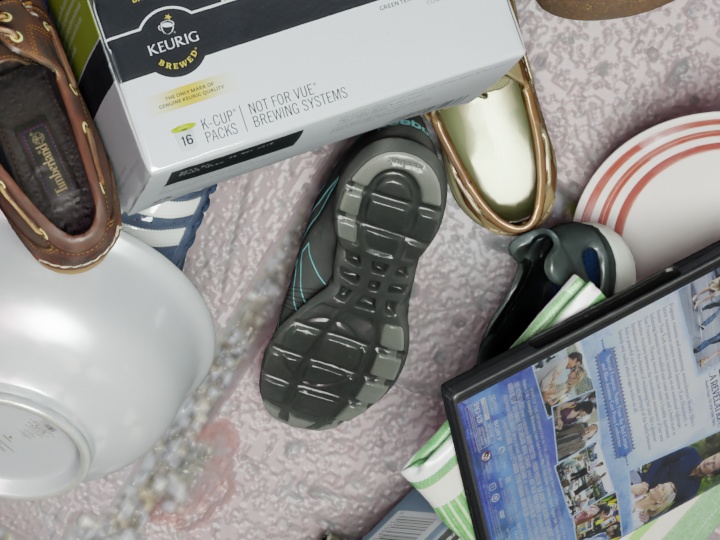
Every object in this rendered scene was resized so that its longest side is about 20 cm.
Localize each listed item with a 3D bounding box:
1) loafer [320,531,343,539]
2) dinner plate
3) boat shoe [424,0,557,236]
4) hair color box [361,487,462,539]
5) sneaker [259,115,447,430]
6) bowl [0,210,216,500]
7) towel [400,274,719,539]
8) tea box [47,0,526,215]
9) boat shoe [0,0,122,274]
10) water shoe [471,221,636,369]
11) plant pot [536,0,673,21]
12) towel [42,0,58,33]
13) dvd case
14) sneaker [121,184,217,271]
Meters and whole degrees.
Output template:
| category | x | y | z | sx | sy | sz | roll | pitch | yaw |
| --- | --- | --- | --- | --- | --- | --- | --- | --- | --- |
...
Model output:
| category | x | y | z | sx | sy | sz | roll | pitch | yaw |
| --- | --- | --- | --- | --- | --- | --- | --- | --- | --- |
| loafer | -0.068 | 0.219 | 1.627 | 0.200 | 0.075 | 0.070 | -37 | 97 | -4 |
| dinner plate | 0.212 | 0.000 | 1.580 | 0.199 | 0.024 | 0.201 | 10 | 123 | 15 |
| boat shoe | 0.060 | -0.111 | 1.551 | 0.075 | 0.074 | 0.201 | -24 | 103 | 2 |
| hair color box | 0.060 | 0.230 | 1.600 | 0.099 | 0.060 | 0.201 | -41 | 117 | -35 |
| sneaker | 0.000 | 0.000 | 1.579 | 0.075 | 0.079 | 0.201 | 18 | 122 | -12 |
| bowl | -0.181 | 0.058 | 1.515 | 0.199 | 0.091 | 0.202 | 6 | 144 | 4 |
| towel | 0.124 | 0.108 | 1.568 | 0.153 | 0.023 | 0.200 | -48 | 130 | -2 |
| tea box | -0.052 | -0.157 | 1.436 | 0.199 | 0.134 | 0.198 | -18 | 87 | -12 |
| boat shoe | -0.175 | -0.094 | 1.431 | 0.070 | 0.070 | 0.201 | -29 | 83 | -7 |
| water shoe | 0.086 | 0.066 | 1.580 | 0.079 | 0.071 | 0.201 | 1 | 109 | -43 |
| plant pot | 0.117 | -0.239 | 1.487 | 0.186 | 0.187 | 0.201 | -14 | 119 | 0 |
| towel | -0.254 | -0.124 | 1.544 | 0.199 | 0.049 | 0.112 | 13 | 101 | -6 |
| dvd case | 0.141 | 0.076 | 1.534 | 0.199 | 0.018 | 0.143 | -26 | 125 | -17 |
| sneaker | -0.107 | -0.038 | 1.568 | 0.200 | 0.075 | 0.085 | -39 | 121 | 2 |
